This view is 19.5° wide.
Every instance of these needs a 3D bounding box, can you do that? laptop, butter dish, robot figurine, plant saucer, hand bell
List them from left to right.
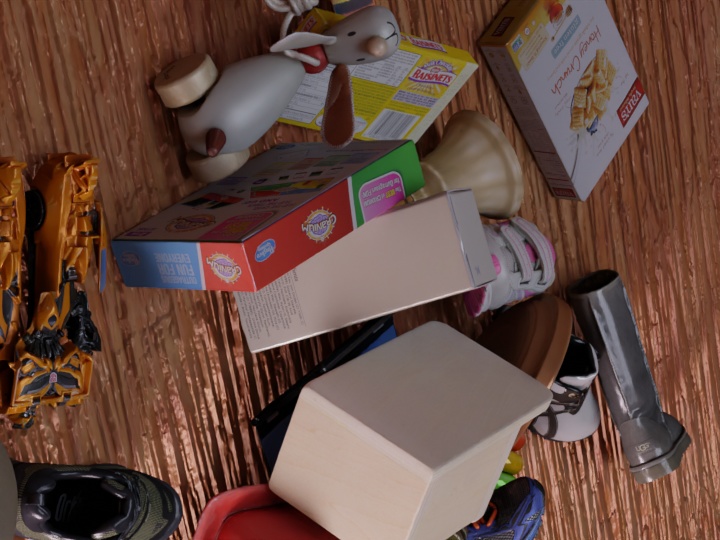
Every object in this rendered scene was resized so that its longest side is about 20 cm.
[{"bbox_3d":[-0.238,0.017,1.512,0.145,0.058,0.201,-6,100,-47],"label":"robot figurine"},{"bbox_3d":[-0.044,0.281,1.684,0.199,0.147,0.201,-1,113,-49],"label":"butter dish"},{"bbox_3d":[0.013,0.112,1.772,0.116,0.200,0.187,50,52,0],"label":"laptop"},{"bbox_3d":[0.033,-0.054,1.803,0.199,0.104,0.105,-27,116,-30],"label":"hand bell"},{"bbox_3d":[0.113,0.104,1.834,0.032,0.200,0.201,33,68,-13],"label":"plant saucer"}]

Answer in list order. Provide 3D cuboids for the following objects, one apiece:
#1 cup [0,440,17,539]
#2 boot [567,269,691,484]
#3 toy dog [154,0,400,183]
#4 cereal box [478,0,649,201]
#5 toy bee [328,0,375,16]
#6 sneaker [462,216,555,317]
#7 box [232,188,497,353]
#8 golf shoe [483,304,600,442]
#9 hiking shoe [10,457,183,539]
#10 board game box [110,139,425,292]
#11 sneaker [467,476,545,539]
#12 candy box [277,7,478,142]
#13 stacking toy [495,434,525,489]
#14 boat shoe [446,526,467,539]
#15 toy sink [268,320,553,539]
[{"bbox_3d":[-0.305,0.154,1.383,0.143,0.199,0.202,-18,112,-73],"label":"cup"},{"bbox_3d":[0.260,0.097,2.077,0.201,0.072,0.182,64,6,-2],"label":"boot"},{"bbox_3d":[-0.064,-0.139,1.604,0.200,0.096,0.132,-45,117,11],"label":"toy dog"},{"bbox_3d":[0.196,-0.185,1.984,0.144,0.039,0.200,-54,131,-28],"label":"cereal box"},{"bbox_3d":[-0.027,-0.257,1.671,0.131,0.109,0.200,-34,123,12],"label":"toy bee"},{"bbox_3d":[0.124,-0.011,1.824,0.200,0.088,0.082,-24,95,-86],"label":"sneaker"},{"bbox_3d":[0.000,0.000,1.659,0.068,0.199,0.083,-13,88,-69],"label":"box"},{"bbox_3d":[0.191,0.109,1.985,0.200,0.094,0.078,44,63,-44],"label":"golf shoe"},{"bbox_3d":[-0.194,0.182,1.556,0.199,0.100,0.076,12,87,-48],"label":"hiking shoe"},{"bbox_3d":[-0.070,-0.045,1.620,0.200,0.153,0.041,-33,114,-40],"label":"board game box"},{"bbox_3d":[0.071,0.235,1.820,0.199,0.075,0.079,-32,120,6],"label":"sneaker"},{"bbox_3d":[0.003,-0.156,1.741,0.199,0.026,0.102,9,127,-49],"label":"candy box"},{"bbox_3d":[0.117,0.188,1.917,0.085,0.085,0.201,25,78,-47],"label":"stacking toy"},{"bbox_3d":[0.022,0.287,1.776,0.068,0.072,0.201,-83,-161,-61],"label":"boat shoe"},{"bbox_3d":[0.043,0.140,1.691,0.200,0.130,0.113,-25,141,-54],"label":"toy sink"}]
